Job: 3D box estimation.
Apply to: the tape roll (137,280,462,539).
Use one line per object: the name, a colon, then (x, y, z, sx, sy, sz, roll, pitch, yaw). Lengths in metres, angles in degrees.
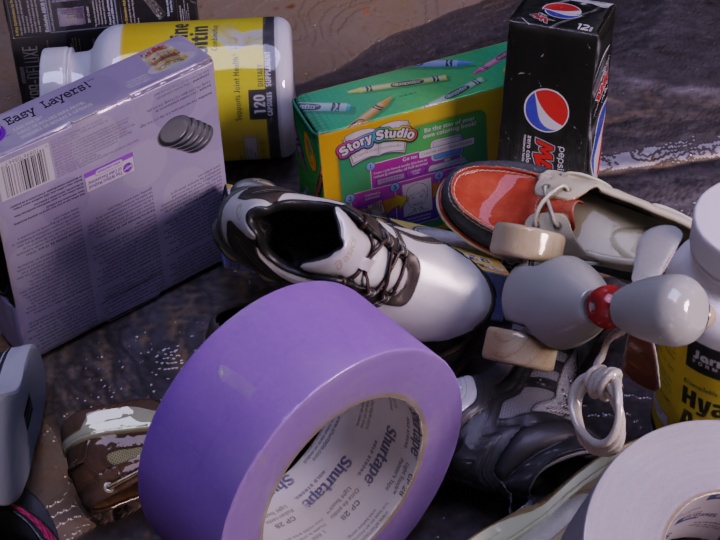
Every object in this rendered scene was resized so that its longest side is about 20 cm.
tape roll: (-0.036, 0.113, 1.242, 0.199, 0.201, 0.085, -32, 49, -28)

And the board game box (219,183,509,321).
board game box: (-0.001, -0.014, 1.414, 0.198, 0.035, 0.136, 12, 11, -8)

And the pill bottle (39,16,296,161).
pill bottle: (-0.151, -0.141, 1.584, 0.198, 0.113, 0.113, -3, 43, -1)

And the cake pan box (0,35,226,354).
cake pan box: (-0.188, -0.050, 1.437, 0.199, 0.185, 0.052, -29, 44, -25)

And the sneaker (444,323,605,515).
sneaker: (0.134, 0.093, 1.353, 0.113, 0.076, 0.200, 33, 56, 27)

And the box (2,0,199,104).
box: (-0.210, -0.225, 1.613, 0.156, 0.201, 0.050, -7, 47, -4)

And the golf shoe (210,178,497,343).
golf shoe: (0.000, 0.000, 1.299, 0.198, 0.079, 0.094, 17, -2, -10)

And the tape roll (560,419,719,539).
tape roll: (0.217, 0.193, 1.196, 0.198, 0.066, 0.202, 7, 57, -10)

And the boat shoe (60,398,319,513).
boat shoe: (-0.098, 0.123, 1.343, 0.200, 0.075, 0.075, -10, 67, -10)

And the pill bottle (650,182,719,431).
pill bottle: (0.250, 0.041, 1.305, 0.110, 0.201, 0.112, -2, 42, 2)

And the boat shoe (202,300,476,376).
boat shoe: (-0.015, 0.050, 1.401, 0.198, 0.074, 0.075, -8, 43, -6)

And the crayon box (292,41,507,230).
crayon box: (0.053, -0.093, 1.514, 0.198, 0.120, 0.058, -15, 39, -14)

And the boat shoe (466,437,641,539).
boat shoe: (0.142, 0.173, 1.272, 0.199, 0.074, 0.066, -29, 61, -23)

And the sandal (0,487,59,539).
sandal: (-0.221, 0.192, 1.280, 0.075, 0.045, 0.200, -21, 46, -18)

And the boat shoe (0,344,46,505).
boat shoe: (-0.258, 0.102, 1.329, 0.067, 0.074, 0.200, -8, 23, 2)

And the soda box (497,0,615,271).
soda box: (0.139, -0.096, 1.452, 0.070, 0.202, 0.063, 11, 31, 15)

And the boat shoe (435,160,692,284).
boat shoe: (0.151, -0.034, 1.392, 0.198, 0.063, 0.072, 18, 77, 1)

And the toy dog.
toy dog: (0.159, 0.028, 1.270, 0.096, 0.133, 0.200, 8, 20, -33)
